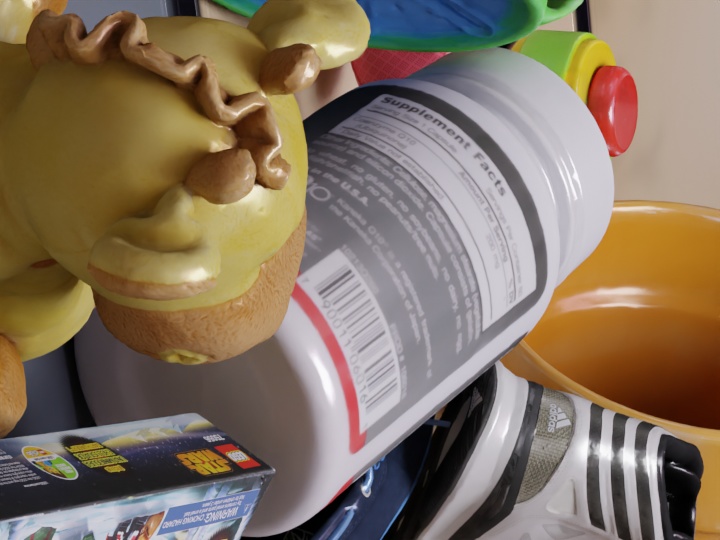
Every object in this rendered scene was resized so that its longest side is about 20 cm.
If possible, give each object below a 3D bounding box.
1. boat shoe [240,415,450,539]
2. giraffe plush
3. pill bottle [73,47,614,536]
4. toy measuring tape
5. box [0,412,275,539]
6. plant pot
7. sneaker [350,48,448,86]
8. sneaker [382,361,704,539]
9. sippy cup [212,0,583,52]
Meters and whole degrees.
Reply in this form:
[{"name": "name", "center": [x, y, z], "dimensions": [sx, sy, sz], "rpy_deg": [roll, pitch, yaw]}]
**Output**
[{"name": "boat shoe", "center": [-0.016, 0.076, 1.080], "dimensions": [0.069, 0.084, 0.201], "rpy_deg": [78, 24, -56]}, {"name": "giraffe plush", "center": [-0.081, -0.031, 0.819], "dimensions": [0.200, 0.161, 0.174], "rpy_deg": [43, 56, -61]}, {"name": "pill bottle", "center": [0.000, 0.000, 1.026], "dimensions": [0.200, 0.113, 0.115], "rpy_deg": [-37, 128, -45]}, {"name": "toy measuring tape", "center": [0.077, -0.075, 1.282], "dimensions": [0.200, 0.073, 0.074], "rpy_deg": [-6, 100, -66]}, {"name": "box", "center": [-0.112, 0.116, 0.862], "dimensions": [0.137, 0.040, 0.200], "rpy_deg": [-61, 160, 14]}, {"name": "plant pot", "center": [0.143, 0.096, 1.338], "dimensions": [0.200, 0.199, 0.184], "rpy_deg": [-47, 151, -54]}, {"name": "sneaker", "center": [0.005, -0.157, 1.130], "dimensions": [0.087, 0.073, 0.202], "rpy_deg": [0, 90, -52]}, {"name": "sneaker", "center": [0.073, 0.109, 1.165], "dimensions": [0.201, 0.115, 0.076], "rpy_deg": [120, -13, -63]}, {"name": "sippy cup", "center": [0.009, -0.161, 1.029], "dimensions": [0.178, 0.139, 0.131], "rpy_deg": [34, 62, -64]}]
